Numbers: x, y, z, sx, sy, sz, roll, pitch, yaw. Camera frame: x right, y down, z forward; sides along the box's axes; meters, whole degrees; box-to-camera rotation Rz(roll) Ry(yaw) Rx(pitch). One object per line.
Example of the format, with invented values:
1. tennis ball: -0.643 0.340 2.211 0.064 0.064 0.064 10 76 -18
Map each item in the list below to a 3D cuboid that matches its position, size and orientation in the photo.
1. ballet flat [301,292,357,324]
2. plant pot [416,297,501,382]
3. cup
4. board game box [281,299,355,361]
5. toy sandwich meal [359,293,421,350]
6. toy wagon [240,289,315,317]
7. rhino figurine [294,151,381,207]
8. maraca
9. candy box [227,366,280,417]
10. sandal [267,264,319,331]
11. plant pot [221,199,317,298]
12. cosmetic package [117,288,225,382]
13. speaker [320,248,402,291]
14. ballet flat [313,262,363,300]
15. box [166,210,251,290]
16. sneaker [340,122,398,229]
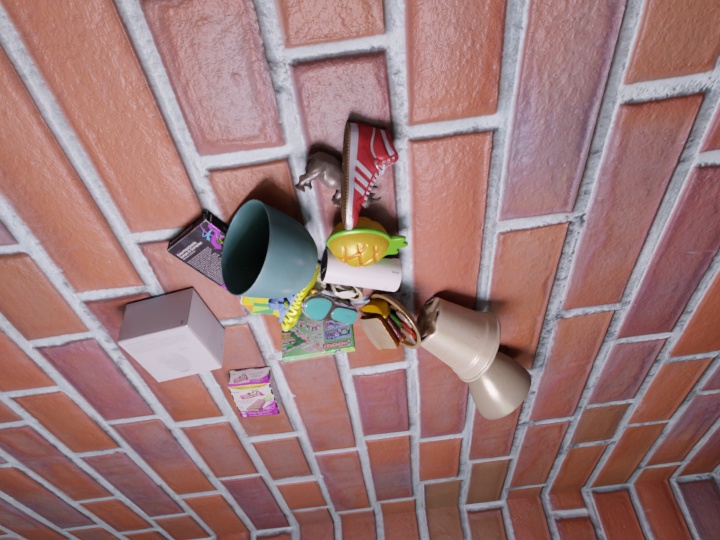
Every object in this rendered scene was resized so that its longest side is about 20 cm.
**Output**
1. ballet flat: -0.088 0.091 1.385 0.071 0.074 0.197 -33 147 28
2. plant pot: 0.252 0.171 1.502 0.179 0.204 0.201 27 131 -17
3. cup: 0.406 0.331 1.701 0.198 0.202 0.144 -35 107 29
4. board game box: -0.114 0.160 1.464 0.192 0.139 0.029 -8 153 3
5. toy sandwich meal: 0.075 0.148 1.460 0.070 0.203 0.209 -41 144 -23
6. toy wagon: -0.209 0.063 1.419 0.192 0.041 0.158 7 137 -14
7. rhino figurine: -0.036 -0.182 1.149 0.195 0.060 0.089 18 114 -27
8. maraca: 0.016 -0.062 1.259 0.194 0.111 0.136 6 161 -28
9. candy box: -0.334 0.390 1.752 0.131 0.062 0.204 -5 138 0
10. sandal: -0.167 0.049 1.332 0.086 0.079 0.203 34 113 9
11. plant pot: -0.188 -0.031 1.206 0.158 0.206 0.200 16 136 -40
12. cosmetic package: -0.487 0.172 1.442 0.192 0.126 0.203 -13 140 8
13. speaker: 0.000 0.000 1.341 0.193 0.083 0.082 7 138 -16
14. ballet flat: -0.077 0.028 1.379 0.193 0.064 0.068 14 131 -21
15. box: -0.332 -0.040 1.294 0.140 0.037 0.199 -30 135 23
16. sneaker: 0.018 -0.183 1.094 0.108 0.071 0.208 1 100 -16
